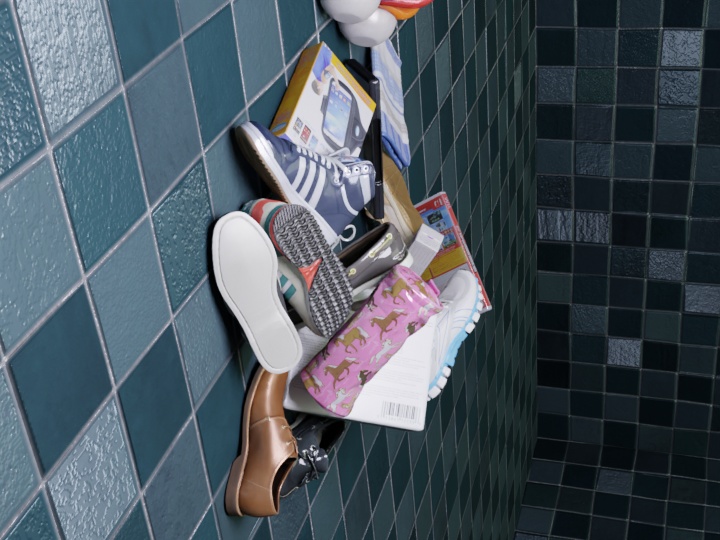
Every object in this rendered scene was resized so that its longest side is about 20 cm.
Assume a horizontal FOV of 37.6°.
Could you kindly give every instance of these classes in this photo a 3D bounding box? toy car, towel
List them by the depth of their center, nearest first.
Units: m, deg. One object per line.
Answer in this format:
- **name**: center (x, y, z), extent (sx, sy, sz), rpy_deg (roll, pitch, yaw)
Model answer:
- **toy car**: center (0.035, -0.408, 1.435), extent (0.200, 0.150, 0.175), rpy_deg (32, 64, -71)
- **towel**: center (0.046, -0.273, 1.648), extent (0.147, 0.024, 0.200), rpy_deg (47, 37, -66)

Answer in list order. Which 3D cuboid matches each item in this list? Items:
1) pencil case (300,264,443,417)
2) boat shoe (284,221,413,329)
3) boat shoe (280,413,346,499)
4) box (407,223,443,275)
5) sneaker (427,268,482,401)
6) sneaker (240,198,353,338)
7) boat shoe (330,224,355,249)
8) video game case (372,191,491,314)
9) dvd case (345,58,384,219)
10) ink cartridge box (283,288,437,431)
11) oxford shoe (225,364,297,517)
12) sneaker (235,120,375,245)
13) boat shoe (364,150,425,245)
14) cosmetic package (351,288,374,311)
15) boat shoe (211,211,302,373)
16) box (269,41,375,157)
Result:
- **pencil case**: center (0.014, 0.085, 1.297), extent (0.200, 0.083, 0.087), rpy_deg (-50, -175, 12)
- **boat shoe**: center (-0.034, 0.009, 1.319), extent (0.061, 0.201, 0.072), rpy_deg (63, -8, -23)
- **boat shoe**: center (-0.070, 0.245, 1.403), extent (0.199, 0.066, 0.075), rpy_deg (-40, 133, -67)
- **box**: center (0.067, 0.006, 1.640), extent (0.200, 0.041, 0.039), rpy_deg (-59, -175, 48)
- **sneaker**: center (0.103, 0.078, 1.484), extent (0.087, 0.075, 0.200), rpy_deg (35, 69, -29)
- **sneaker**: center (-0.078, -0.007, 1.242), extent (0.070, 0.093, 0.200), rpy_deg (-46, 134, -23)
- **boat shoe**: center (-0.050, -0.057, 1.352), extent (0.202, 0.086, 0.075), rpy_deg (-63, 151, -48)
- **video game case**: center (0.112, -0.005, 1.681), extent (0.017, 0.143, 0.200), rpy_deg (-9, 76, -57)
- **dvd case**: center (0.006, -0.188, 1.502), extent (0.143, 0.018, 0.200), rpy_deg (-122, -153, -64)
- **ink cartridge box**: center (-0.003, 0.112, 1.397), extent (0.044, 0.200, 0.174), rpy_deg (158, -58, -67)
- **oxford shoe**: center (-0.105, 0.199, 1.274), extent (0.071, 0.071, 0.200), rpy_deg (49, 46, -65)
- **sneaker**: center (-0.056, -0.124, 1.221), extent (0.108, 0.070, 0.200), rpy_deg (-43, 132, -6)
- **boat shoe**: center (0.041, -0.099, 1.641), extent (0.200, 0.069, 0.074), rpy_deg (63, 27, -7)
- **cosmetic package**: center (-0.003, 0.107, 1.498), extent (0.071, 0.105, 0.200), rpy_deg (52, -16, 42)
- **boat shoe**: center (-0.121, 0.021, 1.189), extent (0.060, 0.074, 0.200), rpy_deg (39, -25, 62)
- **box**: center (-0.049, -0.178, 1.326), extent (0.119, 0.041, 0.200), rpy_deg (46, 42, -32)
